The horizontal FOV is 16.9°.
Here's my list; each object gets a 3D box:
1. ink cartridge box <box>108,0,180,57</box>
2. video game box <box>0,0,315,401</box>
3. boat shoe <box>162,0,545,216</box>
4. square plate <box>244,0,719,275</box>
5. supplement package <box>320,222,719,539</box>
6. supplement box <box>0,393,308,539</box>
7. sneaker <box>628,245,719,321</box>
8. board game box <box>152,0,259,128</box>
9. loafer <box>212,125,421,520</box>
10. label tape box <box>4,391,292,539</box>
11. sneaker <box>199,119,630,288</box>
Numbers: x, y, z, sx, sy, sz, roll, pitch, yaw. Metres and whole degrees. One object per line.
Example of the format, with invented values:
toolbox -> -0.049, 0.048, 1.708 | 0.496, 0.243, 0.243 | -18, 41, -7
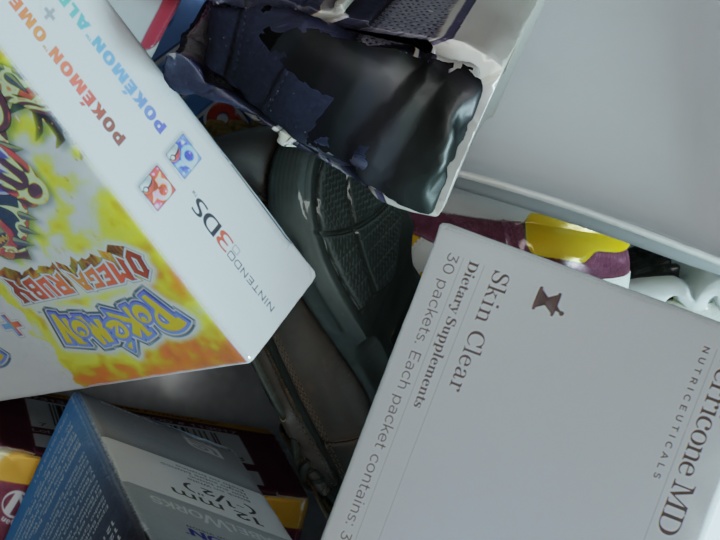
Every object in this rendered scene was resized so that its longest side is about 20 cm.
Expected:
ink cartridge box -> -0.088, -0.166, 0.776 | 0.085, 0.148, 0.201 | 15, 63, -13
video game box -> -0.137, -0.040, 0.737 | 0.182, 0.200, 0.047 | 51, 53, -24
boat shoe -> 0.006, -0.085, 0.730 | 0.092, 0.200, 0.075 | 25, 111, 2
square plate -> 0.060, -0.087, 0.854 | 0.199, 0.028, 0.199 | 17, 47, -11
supplement package -> 0.062, 0.108, 0.739 | 0.111, 0.156, 0.201 | 19, 88, 24
supplement box -> -0.098, 0.152, 0.847 | 0.110, 0.086, 0.201 | 11, 100, -14
sneaker -> 0.179, 0.034, 0.917 | 0.199, 0.075, 0.081 | 8, 106, -7
board game box -> -0.120, -0.039, 0.871 | 0.200, 0.037, 0.152 | -29, 99, -7
loafer -> -0.005, 0.032, 0.802 | 0.063, 0.072, 0.200 | 1, 130, 28
label tape box -> -0.072, 0.134, 0.698 | 0.066, 0.200, 0.144 | 23, 97, -20
sneaker -> 0.000, 0.000, 0.846 | 0.199, 0.075, 0.090 | 6, 100, -12
